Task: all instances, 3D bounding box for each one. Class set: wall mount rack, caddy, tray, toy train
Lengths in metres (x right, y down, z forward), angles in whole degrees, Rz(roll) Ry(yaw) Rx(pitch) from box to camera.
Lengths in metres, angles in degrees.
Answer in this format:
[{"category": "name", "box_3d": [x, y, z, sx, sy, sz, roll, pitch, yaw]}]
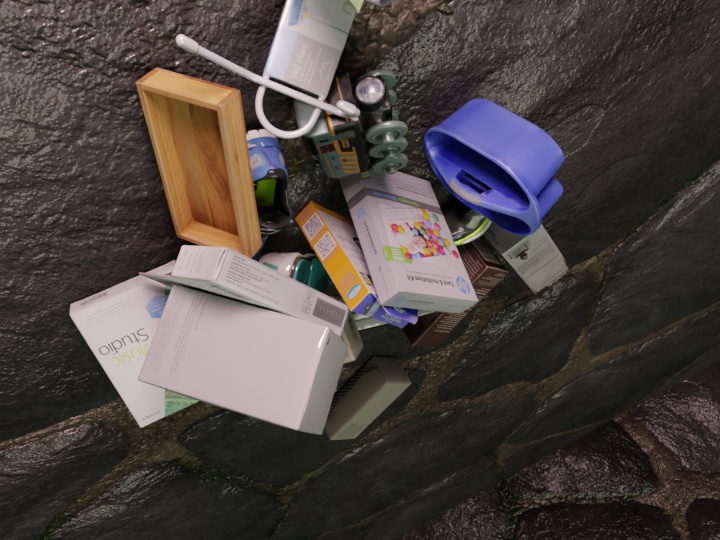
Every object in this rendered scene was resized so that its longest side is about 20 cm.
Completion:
[{"category": "wall mount rack", "box_3d": [-0.065, -0.227, 0.588, 0.173, 0.075, 0.200, 17, 95, -19]}, {"category": "caddy", "box_3d": [0.168, -0.128, 0.848, 0.105, 0.200, 0.141, -42, 146, -13]}, {"category": "tray", "box_3d": [-0.163, -0.105, 0.685, 0.200, 0.098, 0.037, 90, 25, -46]}, {"category": "toy train", "box_3d": [-0.008, -0.158, 0.737, 0.114, 0.085, 0.200, -12, 170, 2]}]

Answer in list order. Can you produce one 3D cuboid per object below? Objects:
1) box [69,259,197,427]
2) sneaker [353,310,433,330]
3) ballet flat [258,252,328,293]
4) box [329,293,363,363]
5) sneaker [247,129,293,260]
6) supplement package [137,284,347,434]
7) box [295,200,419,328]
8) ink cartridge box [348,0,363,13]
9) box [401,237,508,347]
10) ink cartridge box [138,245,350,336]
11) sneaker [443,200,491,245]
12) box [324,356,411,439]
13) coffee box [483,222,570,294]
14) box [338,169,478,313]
[{"category": "box", "box_3d": [-0.272, 0.102, 0.869, 0.144, 0.036, 0.200, -24, 121, -9]}, {"category": "sneaker", "box_3d": [0.020, 0.055, 1.094, 0.200, 0.085, 0.073, -15, 175, 10]}, {"category": "ballet flat", "box_3d": [-0.095, 0.003, 0.915, 0.069, 0.070, 0.200, -33, 170, 4]}, {"category": "box", "box_3d": [-0.107, 0.108, 0.960, 0.200, 0.095, 0.078, -16, -175, 12]}, {"category": "sneaker", "box_3d": [-0.132, -0.067, 0.783, 0.078, 0.089, 0.200, -10, 144, -27]}, {"category": "supplement package", "box_3d": [-0.133, 0.109, 0.775, 0.121, 0.200, 0.120, 60, 46, -70]}, {"category": "box", "box_3d": [0.000, 0.000, 0.870, 0.041, 0.200, 0.119, -44, 144, 19]}, {"category": "ink cartridge box", "box_3d": [0.001, -0.287, 0.498, 0.059, 0.200, 0.104, 1, 136, -36]}, {"category": "box", "box_3d": [0.147, 0.032, 1.115, 0.075, 0.100, 0.200, 13, 128, -46]}, {"category": "ink cartridge box", "box_3d": [-0.141, 0.024, 0.794, 0.200, 0.173, 0.044, 29, 74, -42]}, {"category": "sneaker", "box_3d": [0.182, -0.120, 0.984, 0.200, 0.074, 0.081, -43, 138, 6]}, {"category": "box", "box_3d": [0.006, 0.264, 1.337, 0.082, 0.068, 0.200, 13, 127, -46]}, {"category": "coffee box", "box_3d": [0.266, -0.052, 1.086, 0.080, 0.114, 0.200, -39, 147, 12]}, {"category": "box", "box_3d": [0.062, -0.044, 0.859, 0.156, 0.200, 0.041, 9, 145, -43]}]
